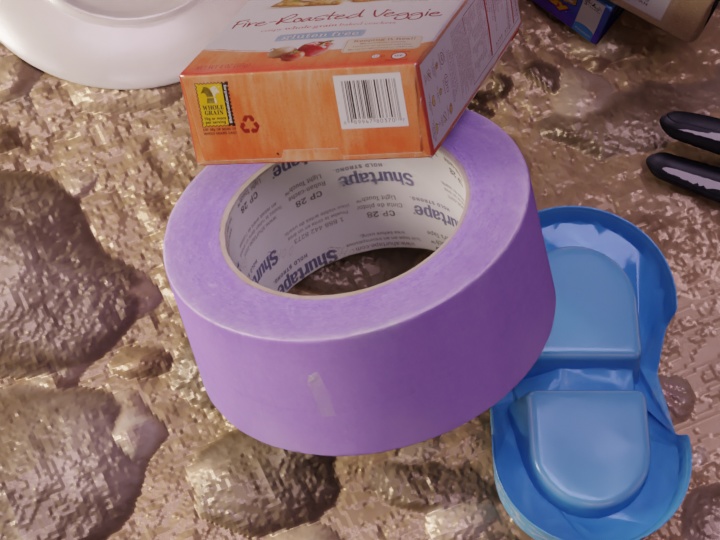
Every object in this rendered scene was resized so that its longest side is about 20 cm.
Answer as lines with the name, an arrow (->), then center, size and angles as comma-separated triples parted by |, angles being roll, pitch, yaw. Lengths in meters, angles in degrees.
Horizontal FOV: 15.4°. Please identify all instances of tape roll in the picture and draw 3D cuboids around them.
tape roll -> 0.000, 0.000, 1.427 | 0.200, 0.085, 0.200 | -9, 38, 8

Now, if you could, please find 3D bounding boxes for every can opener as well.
can opener -> 0.265, -0.048, 1.559 | 0.200, 0.079, 0.063 | 10, 105, -1

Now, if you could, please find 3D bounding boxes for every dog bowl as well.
dog bowl -> 0.121, 0.065, 1.487 | 0.111, 0.050, 0.200 | 0, 67, -8

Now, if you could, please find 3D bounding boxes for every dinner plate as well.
dinner plate -> -0.141, -0.201, 1.577 | 0.200, 0.024, 0.200 | 3, 66, -8

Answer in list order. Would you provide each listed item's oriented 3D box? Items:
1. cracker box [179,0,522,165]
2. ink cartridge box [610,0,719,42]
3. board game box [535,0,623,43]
cracker box -> -0.001, -0.122, 1.463 | 0.134, 0.058, 0.200 | -2, 24, 19
ink cartridge box -> 0.134, -0.235, 1.487 | 0.200, 0.165, 0.075 | 29, 66, 5
board game box -> 0.147, -0.253, 1.619 | 0.134, 0.045, 0.200 | 35, 67, 7
